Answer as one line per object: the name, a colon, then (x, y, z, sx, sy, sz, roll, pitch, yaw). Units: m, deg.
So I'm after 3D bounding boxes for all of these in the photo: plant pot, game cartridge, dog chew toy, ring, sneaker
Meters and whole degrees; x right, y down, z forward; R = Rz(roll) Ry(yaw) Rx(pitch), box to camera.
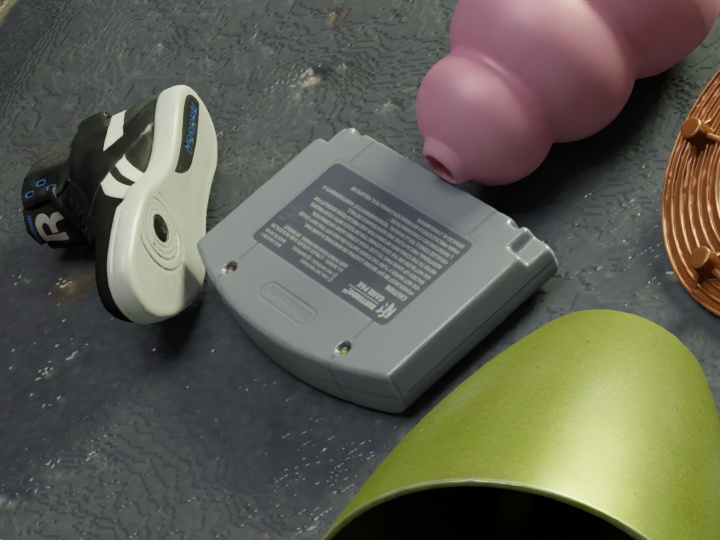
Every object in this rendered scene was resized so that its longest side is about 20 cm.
plant pot: (0.089, 0.110, 1.125, 0.187, 0.187, 0.200, -10, 27, 25)
game cartridge: (0.000, 0.000, 1.400, 0.133, 0.041, 0.200, -38, 38, -15)
dog chew toy: (0.107, -0.127, 1.406, 0.200, 0.125, 0.124, -49, 41, -13)
ring: (0.231, -0.062, 1.281, 0.200, 0.019, 0.201, -25, 47, 31)
sneaker: (-0.149, -0.023, 1.504, 0.112, 0.073, 0.200, -19, 31, 20)
